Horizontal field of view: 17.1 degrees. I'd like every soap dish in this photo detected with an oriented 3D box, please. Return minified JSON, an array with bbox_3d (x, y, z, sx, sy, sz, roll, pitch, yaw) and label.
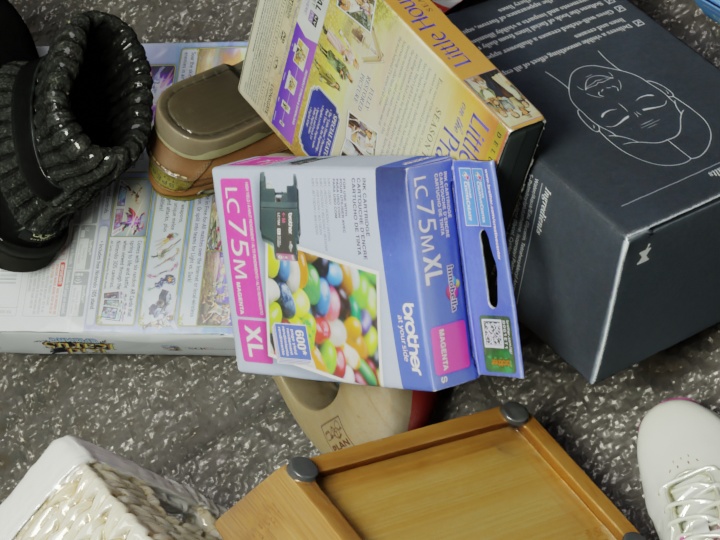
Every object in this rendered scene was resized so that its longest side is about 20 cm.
[{"bbox_3d":[0.048,0.152,1.257,0.157,0.200,0.081,49,135,33],"label":"soap dish"}]

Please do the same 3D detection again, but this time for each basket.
[{"bbox_3d":[-0.128,0.228,1.307,0.161,0.198,0.200,39,92,34],"label":"basket"}]

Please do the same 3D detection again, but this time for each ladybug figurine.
[{"bbox_3d":[-0.008,0.024,1.387,0.136,0.072,0.200,-35,73,58],"label":"ladybug figurine"}]

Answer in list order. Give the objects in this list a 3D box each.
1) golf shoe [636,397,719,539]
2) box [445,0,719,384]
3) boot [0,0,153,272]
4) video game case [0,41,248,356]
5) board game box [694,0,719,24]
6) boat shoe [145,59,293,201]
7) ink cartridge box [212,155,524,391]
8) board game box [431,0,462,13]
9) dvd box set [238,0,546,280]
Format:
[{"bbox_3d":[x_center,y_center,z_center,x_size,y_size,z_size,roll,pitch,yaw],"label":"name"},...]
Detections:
[{"bbox_3d":[0.190,0.144,1.246,0.075,0.092,0.200,-30,57,13],"label":"golf shoe"},{"bbox_3d":[0.125,-0.057,1.316,0.148,0.107,0.200,-22,49,-31],"label":"box"},{"bbox_3d":[-0.197,-0.120,1.440,0.158,0.079,0.212,-48,59,51],"label":"boot"},{"bbox_3d":[-0.138,-0.045,1.507,0.181,0.045,0.201,0,69,17],"label":"video game case"},{"bbox_3d":[0.308,-0.163,1.347,0.200,0.037,0.151,38,89,35],"label":"board game box"},{"bbox_3d":[-0.043,-0.096,1.448,0.200,0.068,0.072,-16,55,-29],"label":"boat shoe"},{"bbox_3d":[0.000,0.000,1.275,0.200,0.042,0.120,2,103,47],"label":"ink cartridge box"},{"bbox_3d":[0.065,-0.200,1.406,0.151,0.200,0.046,-33,100,12],"label":"board game box"},{"bbox_3d":[0.012,-0.090,1.292,0.029,0.147,0.200,-22,56,-32],"label":"dvd box set"}]
